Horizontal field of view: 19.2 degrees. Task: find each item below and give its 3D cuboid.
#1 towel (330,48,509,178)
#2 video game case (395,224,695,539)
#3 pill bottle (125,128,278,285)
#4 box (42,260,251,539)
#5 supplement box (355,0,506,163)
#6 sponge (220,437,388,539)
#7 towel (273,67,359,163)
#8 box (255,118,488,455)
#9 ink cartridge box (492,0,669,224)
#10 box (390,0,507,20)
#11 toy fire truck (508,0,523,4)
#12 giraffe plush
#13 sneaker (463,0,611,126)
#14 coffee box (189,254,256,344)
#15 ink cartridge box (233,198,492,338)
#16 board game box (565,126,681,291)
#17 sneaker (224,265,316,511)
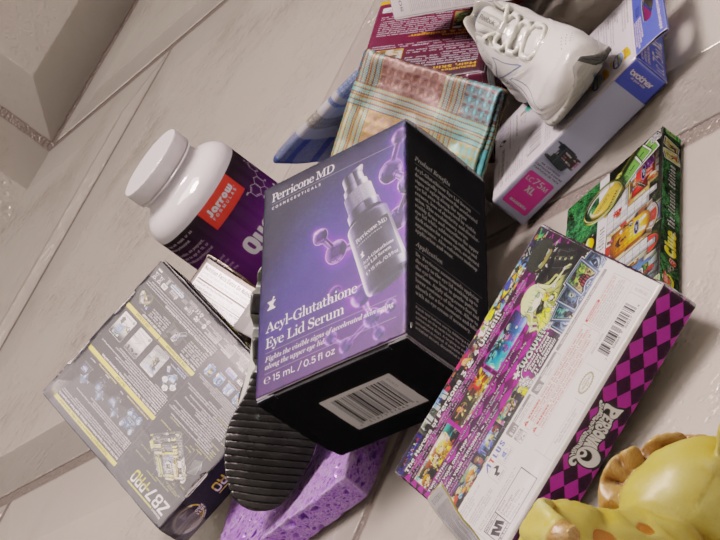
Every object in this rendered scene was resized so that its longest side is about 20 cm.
[{"bbox_3d":[0.030,-0.066,1.704,0.146,0.022,0.201,19,96,32],"label":"towel"},{"bbox_3d":[0.114,0.079,1.377,0.201,0.036,0.181,-60,24,0],"label":"video game case"},{"bbox_3d":[-0.120,-0.045,2.008,0.113,0.200,0.113,-47,19,21],"label":"pill bottle"},{"bbox_3d":[-0.160,0.109,1.812,0.161,0.049,0.200,-47,52,-1],"label":"box"},{"bbox_3d":[0.065,-0.165,1.837,0.110,0.086,0.200,-5,26,10],"label":"supplement box"},{"bbox_3d":[-0.048,0.174,1.693,0.200,0.030,0.112,-39,23,40],"label":"sponge"},{"bbox_3d":[0.020,-0.166,2.039,0.200,0.024,0.147,-42,-19,33],"label":"towel"},{"bbox_3d":[0.010,0.013,1.591,0.148,0.104,0.201,-26,48,31],"label":"box"},{"bbox_3d":[0.181,-0.138,1.666,0.200,0.042,0.120,-48,17,27],"label":"ink cartridge box"},{"bbox_3d":[0.141,-0.249,1.774,0.199,0.037,0.144,-1,15,46],"label":"box"},{"bbox_3d":[0.144,-0.294,1.984,0.200,0.112,0.169,-81,8,-57],"label":"toy fire truck"},{"bbox_3d":[0.149,0.153,1.043,0.162,0.201,0.172,-30,1,-28],"label":"giraffe plush"},{"bbox_3d":[0.129,-0.168,1.650,0.075,0.087,0.200,-54,17,-2],"label":"sneaker"},{"bbox_3d":[-0.144,0.102,1.911,0.080,0.113,0.200,31,83,29],"label":"coffee box"},{"bbox_3d":[0.000,0.000,1.802,0.200,0.045,0.176,-56,33,-8],"label":"ink cartridge box"},{"bbox_3d":[0.178,-0.009,1.461,0.105,0.023,0.200,-46,19,32],"label":"board game box"},{"bbox_3d":[-0.060,0.096,1.696,0.089,0.074,0.201,74,-155,-77],"label":"sneaker"}]
